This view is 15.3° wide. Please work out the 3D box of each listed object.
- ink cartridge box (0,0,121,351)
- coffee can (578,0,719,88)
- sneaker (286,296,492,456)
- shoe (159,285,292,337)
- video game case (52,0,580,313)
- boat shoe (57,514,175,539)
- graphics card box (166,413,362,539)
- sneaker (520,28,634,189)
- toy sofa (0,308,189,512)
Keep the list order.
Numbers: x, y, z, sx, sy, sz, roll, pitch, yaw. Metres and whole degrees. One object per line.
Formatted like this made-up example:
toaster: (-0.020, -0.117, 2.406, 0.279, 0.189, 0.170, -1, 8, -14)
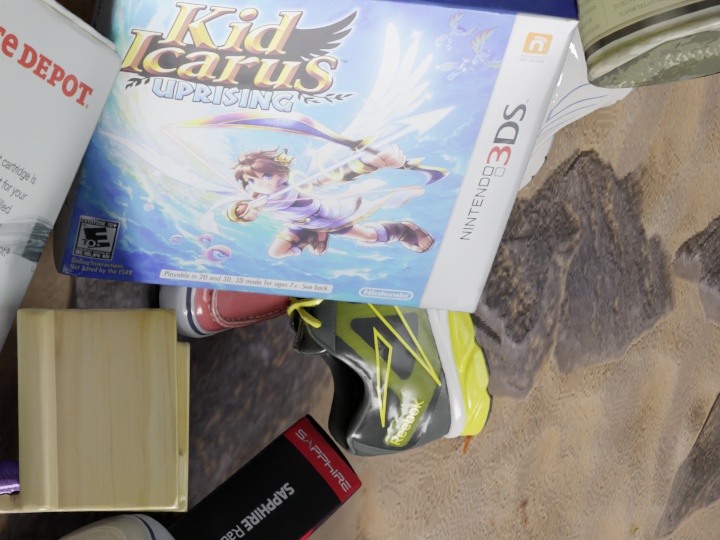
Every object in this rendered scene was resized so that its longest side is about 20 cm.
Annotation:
ink cartridge box: (-0.193, -0.028, 1.047, 0.147, 0.083, 0.201, 36, 75, -59)
coffee can: (0.159, -0.205, 1.310, 0.146, 0.146, 0.201, -1, 77, -59)
sneaker: (0.000, 0.000, 1.290, 0.084, 0.074, 0.201, -23, 102, -17)
shoe: (-0.011, -0.014, 1.359, 0.200, 0.091, 0.072, -33, 132, -49)
video game case: (-0.024, -0.065, 1.171, 0.046, 0.199, 0.182, -98, -162, -45)
boat shoe: (-0.167, 0.168, 1.139, 0.200, 0.074, 0.067, -40, 137, 3)
graphics card box: (-0.096, 0.159, 1.284, 0.200, 0.051, 0.125, -36, 174, -46)
sneaker: (0.085, -0.097, 1.432, 0.087, 0.075, 0.200, -18, 154, -45)
toy sofa: (-0.123, 0.063, 1.154, 0.200, 0.097, 0.083, 108, -18, -84)
